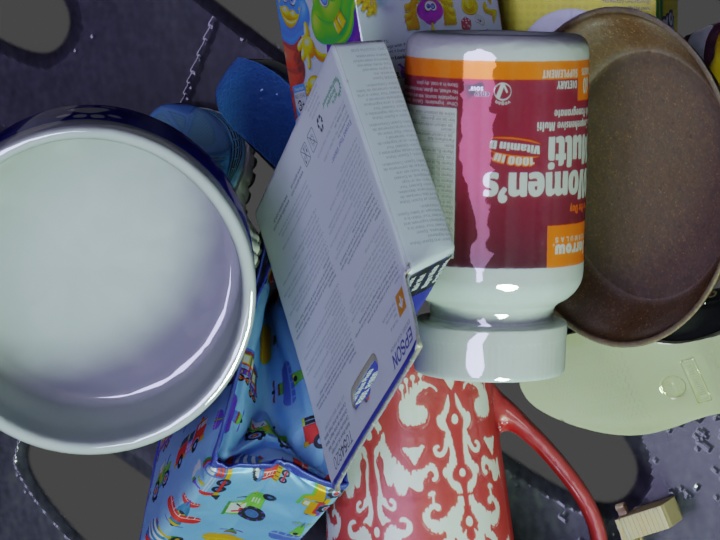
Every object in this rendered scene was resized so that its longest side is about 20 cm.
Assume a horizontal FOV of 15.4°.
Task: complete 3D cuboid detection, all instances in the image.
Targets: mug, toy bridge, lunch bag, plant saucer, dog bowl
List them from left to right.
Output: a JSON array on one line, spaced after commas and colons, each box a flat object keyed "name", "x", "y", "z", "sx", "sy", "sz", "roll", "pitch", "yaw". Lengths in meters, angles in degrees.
[{"name": "dog bowl", "x": -0.162, "y": 0.004, "z": 1.591, "sx": 0.199, "sy": 0.079, "sz": 0.201, "roll": -1, "pitch": 105, "yaw": -3}, {"name": "lunch bag", "x": -0.073, "y": 0.074, "z": 1.706, "sx": 0.151, "sy": 0.094, "sz": 0.200, "roll": 129, "pitch": 148, "yaw": -52}, {"name": "mug", "x": 0.054, "y": 0.150, "z": 1.700, "sx": 0.133, "sy": 0.177, "sz": 0.201, "roll": -6, "pitch": 89, "yaw": 61}, {"name": "plant saucer", "x": 0.162, "y": -0.055, "z": 1.573, "sx": 0.200, "sy": 0.037, "sz": 0.201, "roll": 6, "pitch": 98, "yaw": 51}, {"name": "toy bridge", "x": 0.200, "y": 0.240, "z": 1.674, "sx": 0.067, "sy": 0.027, "sz": 0.200, "roll": -22, "pitch": 89, "yaw": 30}]

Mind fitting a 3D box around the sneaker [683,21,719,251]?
[{"name": "sneaker", "x": 0.227, "y": -0.048, "z": 1.583, "sx": 0.090, "sy": 0.075, "sz": 0.201, "roll": -15, "pitch": 75, "yaw": 54}]

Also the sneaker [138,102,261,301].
[{"name": "sneaker", "x": -0.120, "y": -0.056, "z": 1.711, "sx": 0.090, "sy": 0.200, "sz": 0.078, "roll": 30, "pitch": 113, "yaw": -27}]

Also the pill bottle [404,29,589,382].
[{"name": "pill bottle", "x": 0.078, "y": -0.040, "z": 1.563, "sx": 0.109, "sy": 0.110, "sz": 0.201, "roll": 4, "pitch": 98, "yaw": 24}]

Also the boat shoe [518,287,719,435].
[{"name": "boat shoe", "x": 0.196, "y": 0.053, "z": 1.640, "sx": 0.201, "sy": 0.063, "sz": 0.074, "roll": -10, "pitch": 112, "yaw": 25}]

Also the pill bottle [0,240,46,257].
[{"name": "pill bottle", "x": -0.217, "y": -0.010, "z": 1.733, "sx": 0.110, "sy": 0.200, "sz": 0.111, "roll": 2, "pitch": 68, "yaw": -4}]

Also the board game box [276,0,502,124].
[{"name": "board game box", "x": 0.010, "y": -0.200, "z": 1.646, "sx": 0.103, "sy": 0.105, "sz": 0.201, "roll": -8, "pitch": 91, "yaw": 61}]

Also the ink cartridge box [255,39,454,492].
[{"name": "ink cartridge box", "x": 0.000, "y": 0.000, "z": 1.564, "sx": 0.200, "sy": 0.040, "sz": 0.200, "roll": 119, "pitch": 140, "yaw": -57}]

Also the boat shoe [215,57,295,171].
[{"name": "boat shoe", "x": -0.005, "y": -0.069, "z": 1.713, "sx": 0.084, "sy": 0.069, "sz": 0.200, "roll": -43, "pitch": 75, "yaw": 20}]

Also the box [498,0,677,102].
[{"name": "box", "x": 0.138, "y": -0.137, "z": 1.651, "sx": 0.117, "sy": 0.048, "sz": 0.201, "roll": 2, "pitch": 96, "yaw": 24}]
